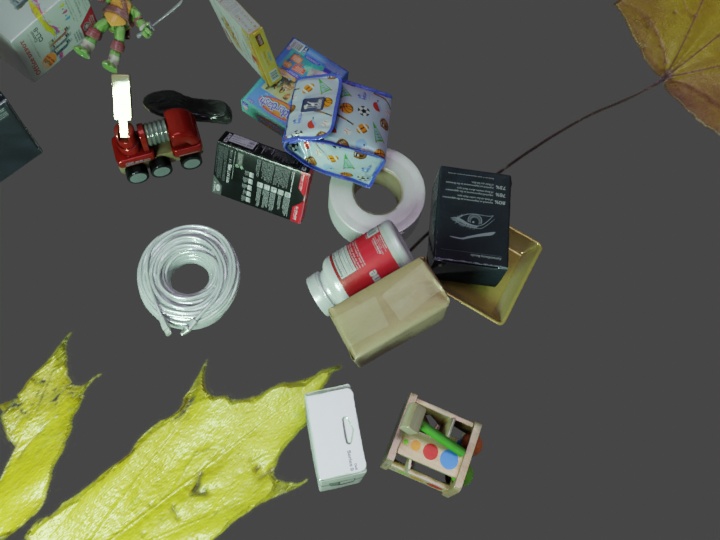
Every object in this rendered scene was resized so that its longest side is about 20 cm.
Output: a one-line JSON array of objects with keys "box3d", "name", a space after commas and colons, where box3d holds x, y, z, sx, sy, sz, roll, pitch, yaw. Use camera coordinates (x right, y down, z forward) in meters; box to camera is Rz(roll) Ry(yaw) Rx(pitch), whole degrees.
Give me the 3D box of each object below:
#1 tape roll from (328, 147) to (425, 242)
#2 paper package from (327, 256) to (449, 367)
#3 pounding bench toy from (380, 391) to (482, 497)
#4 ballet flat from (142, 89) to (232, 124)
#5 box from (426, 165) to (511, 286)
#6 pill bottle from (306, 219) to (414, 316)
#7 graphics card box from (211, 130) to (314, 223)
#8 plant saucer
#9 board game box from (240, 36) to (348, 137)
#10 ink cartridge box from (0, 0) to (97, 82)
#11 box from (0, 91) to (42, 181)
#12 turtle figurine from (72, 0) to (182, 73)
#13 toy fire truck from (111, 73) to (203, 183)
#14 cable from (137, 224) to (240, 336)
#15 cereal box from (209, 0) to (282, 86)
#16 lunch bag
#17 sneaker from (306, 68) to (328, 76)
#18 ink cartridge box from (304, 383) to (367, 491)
[{"box3d": [0.033, -0.147, 1.525, 0.198, 0.071, 0.206, 2, 69, -4], "name": "tape roll"}, {"box3d": [0.054, 0.082, 1.364, 0.198, 0.191, 0.105, -30, 78, -3], "name": "paper package"}, {"box3d": [0.135, 0.304, 1.297, 0.154, 0.201, 0.126, 22, 69, 5], "name": "pounding bench toy"}, {"box3d": [-0.369, -0.339, 1.582, 0.196, 0.057, 0.068, 11, 68, 7], "name": "ballet flat"}, {"box3d": [0.209, -0.084, 1.447, 0.145, 0.105, 0.204, 8, 70, -1], "name": "box"}, {"box3d": [0.000, 0.000, 1.424, 0.198, 0.112, 0.113, -31, 73, 9], "name": "pill bottle"}, {"box3d": [-0.196, -0.186, 1.491, 0.197, 0.127, 0.051, 18, 40, 3], "name": "graphics card box"}, {"box3d": [0.238, -0.012, 1.504, 0.198, 0.049, 0.202, 30, 70, 7], "name": "plant saucer"}, {"box3d": [-0.141, -0.389, 1.614, 0.151, 0.045, 0.201, 33, 70, 7], "name": "board game box"}, {"box3d": [-0.690, -0.537, 1.573, 0.144, 0.146, 0.201, 38, 72, 10], "name": "ink cartridge box"}, {"box3d": [-0.756, -0.311, 1.455, 0.123, 0.199, 0.200, -40, 77, -14], "name": "box"}, {"box3d": [-0.518, -0.534, 1.573, 0.198, 0.143, 0.197, 19, 83, 39], "name": "turtle figurine"}, {"box3d": [-0.414, -0.289, 1.473, 0.173, 0.200, 0.131, -16, 72, -10], "name": "toy fire truck"}, {"box3d": [-0.329, 0.014, 1.439, 0.198, 0.069, 0.201, -33, 75, -16], "name": "cable"}, {"box3d": [-0.246, -0.498, 1.567, 0.039, 0.145, 0.200, -35, 58, -8], "name": "cereal box"}, {"box3d": [-0.046, -0.281, 1.449, 0.196, 0.124, 0.173, 15, 59, -12], "name": "lunch bag"}, {"box3d": [-0.046, -0.333, 1.561, 0.199, 0.074, 0.082, 40, 75, -13], "name": "sneaker"}, {"box3d": [-0.046, 0.293, 1.287, 0.082, 0.201, 0.148, -10, 70, -7], "name": "ink cartridge box"}]
